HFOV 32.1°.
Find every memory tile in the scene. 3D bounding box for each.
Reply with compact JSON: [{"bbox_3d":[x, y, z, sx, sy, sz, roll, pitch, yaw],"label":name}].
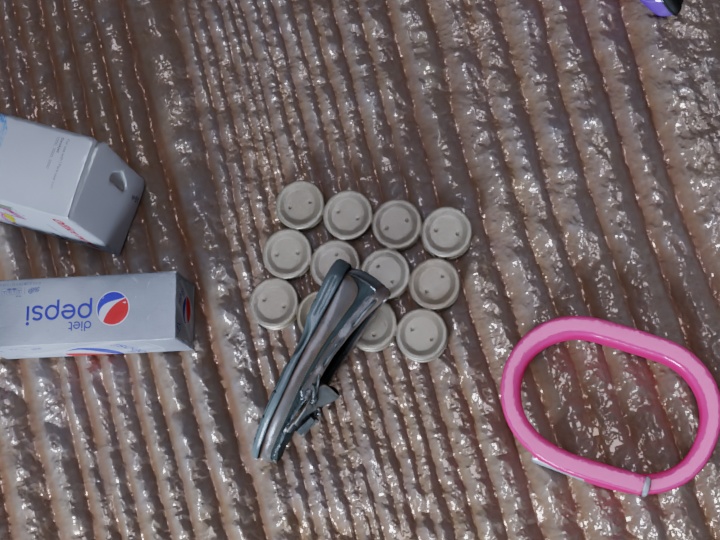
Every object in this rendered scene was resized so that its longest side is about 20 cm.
[{"bbox_3d":[0.000,0.000,1.202,0.198,0.017,0.155,11,80,11],"label":"memory tile"}]

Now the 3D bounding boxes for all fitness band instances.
[{"bbox_3d":[0.224,0.120,1.126,0.198,0.037,0.145,17,81,12],"label":"fitness band"}]

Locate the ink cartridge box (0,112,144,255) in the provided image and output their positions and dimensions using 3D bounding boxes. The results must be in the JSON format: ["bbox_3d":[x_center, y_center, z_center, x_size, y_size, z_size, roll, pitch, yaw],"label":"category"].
[{"bbox_3d":[-0.329,-0.092,1.211,0.198,0.145,0.085,14,80,13],"label":"ink cartridge box"}]

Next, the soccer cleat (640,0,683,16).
[{"bbox_3d":[0.238,-0.317,1.215,0.073,0.068,0.201,-37,77,24],"label":"soccer cleat"}]

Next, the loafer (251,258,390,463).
[{"bbox_3d":[-0.037,0.092,1.152,0.062,0.072,0.201,24,93,4],"label":"loafer"}]

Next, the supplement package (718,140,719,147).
[{"bbox_3d":[0.417,-0.069,1.092,0.120,0.120,0.201,-25,75,5],"label":"supplement package"}]

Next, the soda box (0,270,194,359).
[{"bbox_3d":[-0.263,0.045,1.211,0.198,0.063,0.069,-4,76,8],"label":"soda box"}]
